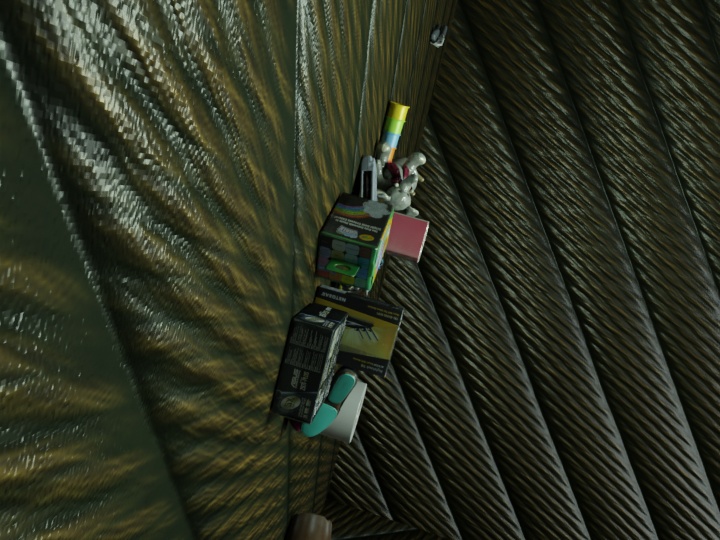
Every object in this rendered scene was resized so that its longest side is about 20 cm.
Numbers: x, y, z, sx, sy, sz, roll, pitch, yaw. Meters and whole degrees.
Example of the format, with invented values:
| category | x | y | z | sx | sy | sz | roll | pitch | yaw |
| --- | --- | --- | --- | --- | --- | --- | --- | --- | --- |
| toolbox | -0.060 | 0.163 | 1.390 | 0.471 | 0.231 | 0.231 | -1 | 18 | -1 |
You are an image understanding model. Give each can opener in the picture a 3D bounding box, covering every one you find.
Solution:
| category | x | y | z | sx | sy | sz | roll | pitch | yaw |
| --- | --- | --- | --- | --- | --- | --- | --- | --- | --- |
| can opener | 0.324 | -0.969 | 2.214 | 0.200 | 0.052 | 0.067 | -68 | 170 | -48 |

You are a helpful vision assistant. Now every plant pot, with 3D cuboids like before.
| category | x | y | z | sx | sy | sz | roll | pitch | yaw |
| --- | --- | --- | --- | --- | --- | --- | --- | --- | --- |
| plant pot | -0.190 | 0.980 | 1.903 | 0.201 | 0.199 | 0.199 | 99 | 0 | -45 |

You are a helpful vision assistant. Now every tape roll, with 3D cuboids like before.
| category | x | y | z | sx | sy | sz | roll | pitch | yaw |
| --- | --- | --- | --- | --- | --- | --- | --- | --- | --- |
| tape roll | -0.071 | 0.460 | 1.825 | 0.203 | 0.138 | 0.204 | 16 | 90 | -84 |

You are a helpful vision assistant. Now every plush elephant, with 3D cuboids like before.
| category | x | y | z | sx | sy | sz | roll | pitch | yaw |
| --- | --- | --- | --- | --- | --- | --- | --- | --- | --- |
| plush elephant | 0.102 | -0.236 | 1.503 | 0.200 | 0.164 | 0.155 | -58 | -141 | 20 |

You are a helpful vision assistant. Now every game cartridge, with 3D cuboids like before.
| category | x | y | z | sx | sy | sz | roll | pitch | yaw |
| --- | --- | --- | --- | --- | --- | --- | --- | --- | --- |
| game cartridge | 0.021 | -0.174 | 1.366 | 0.133 | 0.041 | 0.201 | 84 | 8 | -84 |

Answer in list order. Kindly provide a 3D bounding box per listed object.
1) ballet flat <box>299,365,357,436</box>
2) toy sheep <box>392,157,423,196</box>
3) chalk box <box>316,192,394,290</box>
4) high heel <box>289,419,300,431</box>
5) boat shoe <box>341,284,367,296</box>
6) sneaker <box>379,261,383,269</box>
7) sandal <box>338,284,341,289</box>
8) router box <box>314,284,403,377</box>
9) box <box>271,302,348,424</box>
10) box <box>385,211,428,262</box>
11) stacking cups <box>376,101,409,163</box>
| category | x | y | z | sx | sy | sz | roll | pitch | yaw |
| --- | --- | --- | --- | --- | --- | --- | --- | --- | --- |
| ballet flat | -0.069 | 0.297 | 1.251 | 0.200 | 0.068 | 0.068 | -52 | -167 | 15 |
| toy sheep | 0.123 | -0.293 | 1.747 | 0.200 | 0.137 | 0.138 | -58 | 164 | -48 |
| chalk box | -0.017 | -0.048 | 1.133 | 0.200 | 0.124 | 0.124 | -66 | 170 | -46 |
| high heel | -0.120 | 0.294 | 1.332 | 0.200 | 0.067 | 0.096 | -52 | 157 | -41 |
| boat shoe | -0.022 | 0.028 | 1.385 | 0.060 | 0.074 | 0.200 | 62 | -7 | 26 |
| sneaker | 0.034 | -0.014 | 1.855 | 0.200 | 0.081 | 0.074 | 91 | 14 | -71 |
| sandal | 0.000 | 0.000 | 1.577 | 0.080 | 0.087 | 0.201 | 94 | 11 | -53 |
| router box | -0.017 | 0.135 | 1.221 | 0.052 | 0.199 | 0.158 | -27 | 132 | -81 |
| box | -0.101 | 0.185 | 1.118 | 0.164 | 0.086 | 0.201 | -46 | 150 | -78 |
| box | 0.082 | -0.103 | 1.512 | 0.128 | 0.199 | 0.110 | 38 | 68 | -83 |
| stacking cups | 0.088 | -0.373 | 1.541 | 0.061 | 0.060 | 0.201 | -57 | 161 | -70 |
